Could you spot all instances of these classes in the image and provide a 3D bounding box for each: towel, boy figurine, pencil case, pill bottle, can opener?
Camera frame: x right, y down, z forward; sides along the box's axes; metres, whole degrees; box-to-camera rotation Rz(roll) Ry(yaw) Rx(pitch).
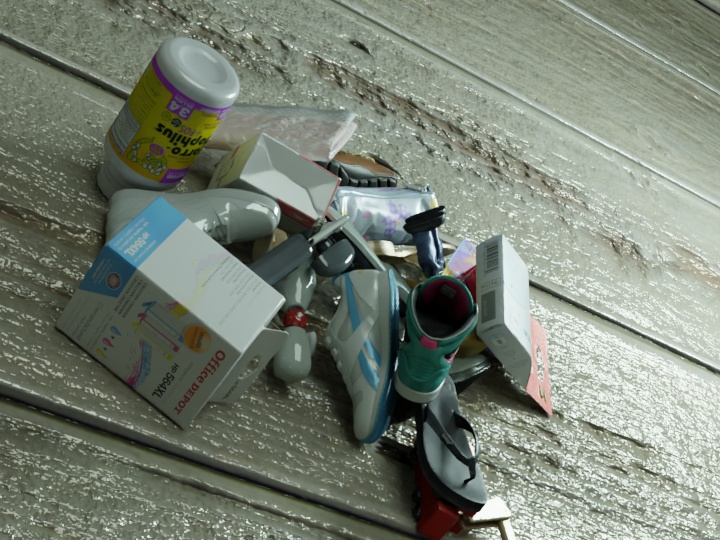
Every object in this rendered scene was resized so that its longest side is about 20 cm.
[{"bbox_3d":[-0.115,-0.184,1.747,0.198,0.033,0.191,6,19,10],"label":"towel"},{"bbox_3d":[0.108,0.025,1.724,0.124,0.064,0.202,-63,135,-76],"label":"boy figurine"},{"bbox_3d":[0.012,-0.072,1.764,0.199,0.091,0.084,-5,64,-42],"label":"pencil case"},{"bbox_3d":[-0.229,-0.164,1.556,0.104,0.200,0.105,27,33,-19],"label":"pill bottle"},{"bbox_3d":[-0.072,-0.008,1.514,0.199,0.053,0.067,-31,82,-45],"label":"can opener"}]

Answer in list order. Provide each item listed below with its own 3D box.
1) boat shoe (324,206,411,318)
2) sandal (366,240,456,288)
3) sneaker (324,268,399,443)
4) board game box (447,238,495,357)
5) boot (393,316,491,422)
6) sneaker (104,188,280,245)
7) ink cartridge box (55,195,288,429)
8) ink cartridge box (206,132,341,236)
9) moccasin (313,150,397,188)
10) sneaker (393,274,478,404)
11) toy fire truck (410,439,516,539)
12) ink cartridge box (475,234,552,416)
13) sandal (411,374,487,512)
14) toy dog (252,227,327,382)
[{"bbox_3d":[0.000,0.000,1.667,0.200,0.060,0.076,47,8,-29],"label":"boat shoe"},{"bbox_3d":[0.058,0.005,1.789,0.211,0.077,0.070,3,71,-52],"label":"sandal"},{"bbox_3d":[0.001,0.099,1.555,0.077,0.080,0.202,54,36,-71],"label":"sneaker"},{"bbox_3d":[0.188,0.033,1.870,0.158,0.039,0.200,51,30,-7],"label":"board game box"},{"bbox_3d":[0.073,0.099,1.660,0.199,0.068,0.131,-16,67,-52],"label":"boot"},{"bbox_3d":[-0.190,-0.032,1.512,0.197,0.074,0.116,0,42,0],"label":"sneaker"},{"bbox_3d":[-0.185,0.051,1.397,0.199,0.129,0.125,38,31,-1],"label":"ink cartridge box"},{"bbox_3d":[-0.118,-0.096,1.657,0.116,0.200,0.068,29,74,-17],"label":"ink cartridge box"},{"bbox_3d":[-0.036,-0.135,1.811,0.200,0.074,0.078,-3,37,-44],"label":"moccasin"},{"bbox_3d":[0.091,0.045,1.552,0.083,0.122,0.201,19,39,-1],"label":"sneaker"},{"bbox_3d":[0.128,0.273,1.524,0.140,0.049,0.201,28,32,-19],"label":"toy fire truck"},{"bbox_3d":[0.220,0.074,1.793,0.200,0.047,0.161,47,32,-35],"label":"ink cartridge box"},{"bbox_3d":[0.097,0.180,1.516,0.075,0.043,0.201,15,41,-32],"label":"sandal"},{"bbox_3d":[-0.094,0.043,1.570,0.131,0.096,0.201,36,46,-11],"label":"toy dog"}]
